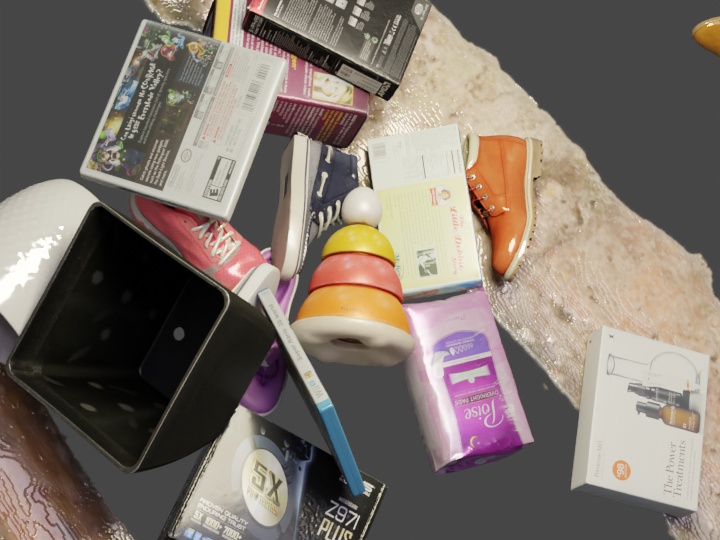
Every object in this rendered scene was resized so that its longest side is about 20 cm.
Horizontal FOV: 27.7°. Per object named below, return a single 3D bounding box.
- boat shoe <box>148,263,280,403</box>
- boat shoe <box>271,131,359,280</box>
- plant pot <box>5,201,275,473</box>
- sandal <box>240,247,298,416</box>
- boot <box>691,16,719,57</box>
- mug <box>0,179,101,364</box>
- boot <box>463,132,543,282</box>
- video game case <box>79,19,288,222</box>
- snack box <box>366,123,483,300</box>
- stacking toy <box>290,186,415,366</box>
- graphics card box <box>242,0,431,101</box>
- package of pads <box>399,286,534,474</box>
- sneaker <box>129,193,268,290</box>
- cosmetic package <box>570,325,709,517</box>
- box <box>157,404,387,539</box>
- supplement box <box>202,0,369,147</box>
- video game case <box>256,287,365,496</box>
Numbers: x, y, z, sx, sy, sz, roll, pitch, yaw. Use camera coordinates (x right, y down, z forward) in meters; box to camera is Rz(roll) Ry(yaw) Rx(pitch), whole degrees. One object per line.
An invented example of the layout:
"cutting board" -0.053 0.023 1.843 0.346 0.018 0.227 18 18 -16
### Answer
"boat shoe" -0.165 0.070 1.619 0.065 0.072 0.201 33 92 19
"boat shoe" -0.048 -0.070 1.713 0.092 0.075 0.202 15 57 -16
"plant pot" -0.206 0.076 1.497 0.199 0.177 0.201 33 96 26
"sandal" -0.113 0.064 1.668 0.081 0.050 0.205 11 68 -14
"boot" 0.547 -0.261 1.988 0.199 0.071 0.146 8 66 -21
"mug" -0.338 0.012 1.574 0.176 0.147 0.201 -50 122 -28
"boot" 0.164 -0.081 1.804 0.106 0.075 0.202 12 60 -10
"video game case" -0.197 -0.170 1.638 0.180 0.023 0.202 17 74 10
"snack box" 0.077 -0.070 1.763 0.115 0.037 0.203 -9 73 6
"stacking toy" 0.000 0.000 1.670 0.144 0.146 0.203 12 71 -14
"graphics card box" -0.027 -0.299 1.709 0.198 0.051 0.127 24 65 -7
"package of pads" 0.114 0.128 1.708 0.119 0.076 0.202 -11 76 -20
"sneaker" -0.183 -0.043 1.651 0.199 0.087 0.074 37 65 7
"cosmetic package" 0.343 0.184 1.779 0.149 0.052 0.202 14 68 -10
"box" -0.096 0.267 1.584 0.198 0.086 0.165 30 64 -6
"supplement box" -0.091 -0.241 1.753 0.197 0.103 0.133 10 68 -14
"video game case" -0.053 0.128 1.559 0.018 0.144 0.201 -25 42 -7
